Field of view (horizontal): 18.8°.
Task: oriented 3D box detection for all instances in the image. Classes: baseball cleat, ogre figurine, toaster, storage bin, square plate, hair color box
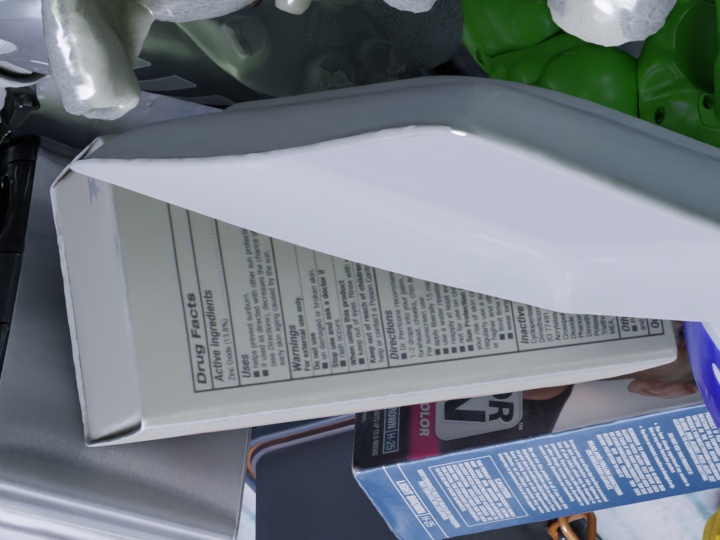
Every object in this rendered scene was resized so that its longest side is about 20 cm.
[{"bbox_3d":[-0.084,-0.092,0.782,0.200,0.070,0.106,21,153,-16],"label":"baseball cleat"},{"bbox_3d":[0.114,-0.081,0.681,0.200,0.120,0.098,8,141,-4],"label":"ogre figurine"},{"bbox_3d":[-0.122,0.060,0.868,0.119,0.181,0.200,16,140,-17],"label":"toaster"},{"bbox_3d":[0.035,0.157,1.001,0.145,0.134,0.200,-16,137,23],"label":"storage bin"},{"bbox_3d":[0.047,-0.018,0.620,0.200,0.028,0.198,16,171,-33],"label":"square plate"},{"bbox_3d":[0.100,0.040,0.879,0.200,0.100,0.061,-13,137,19],"label":"hair color box"}]

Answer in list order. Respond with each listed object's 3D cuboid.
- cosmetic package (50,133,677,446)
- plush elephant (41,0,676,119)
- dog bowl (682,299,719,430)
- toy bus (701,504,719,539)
[{"bbox_3d":[0.000,0.000,0.776,0.200,0.103,0.087,-5,172,-21],"label":"cosmetic package"},{"bbox_3d":[-0.010,-0.111,0.562,0.200,0.165,0.155,22,141,-7],"label":"plush elephant"},{"bbox_3d":[0.208,-0.005,0.738,0.200,0.200,0.079,-2,142,8],"label":"dog bowl"},{"bbox_3d":[0.248,0.121,0.933,0.200,0.136,0.192,0,140,4],"label":"toy bus"}]
